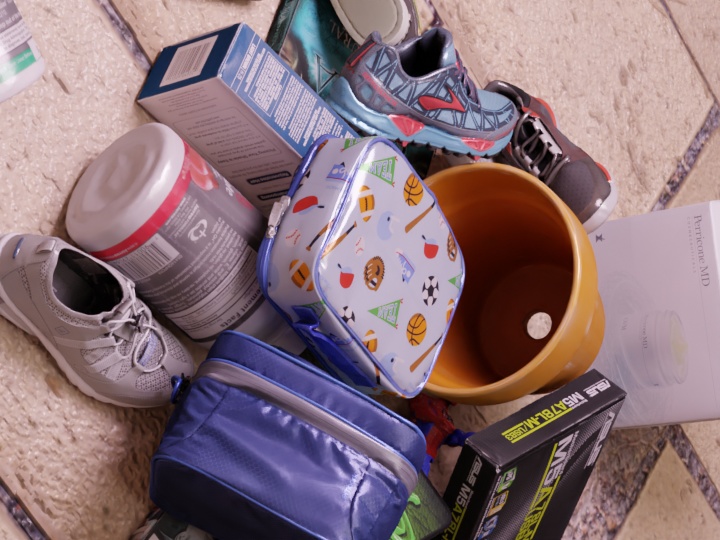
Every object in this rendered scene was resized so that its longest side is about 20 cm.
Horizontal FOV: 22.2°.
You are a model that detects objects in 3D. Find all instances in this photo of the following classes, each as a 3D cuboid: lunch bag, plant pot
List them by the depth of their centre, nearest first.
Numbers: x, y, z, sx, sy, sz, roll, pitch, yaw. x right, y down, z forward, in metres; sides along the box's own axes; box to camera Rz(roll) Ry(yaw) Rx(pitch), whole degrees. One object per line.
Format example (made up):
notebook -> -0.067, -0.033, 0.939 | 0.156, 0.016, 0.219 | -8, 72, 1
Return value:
lunch bag -> -0.057, 0.134, 1.347 | 0.199, 0.136, 0.133 | 29, 65, 3
lunch bag -> 0.000, 0.000, 1.399 | 0.200, 0.075, 0.161 | 50, 55, -44
plant pot -> 0.127, 0.028, 1.601 | 0.183, 0.199, 0.202 | 30, 60, -60

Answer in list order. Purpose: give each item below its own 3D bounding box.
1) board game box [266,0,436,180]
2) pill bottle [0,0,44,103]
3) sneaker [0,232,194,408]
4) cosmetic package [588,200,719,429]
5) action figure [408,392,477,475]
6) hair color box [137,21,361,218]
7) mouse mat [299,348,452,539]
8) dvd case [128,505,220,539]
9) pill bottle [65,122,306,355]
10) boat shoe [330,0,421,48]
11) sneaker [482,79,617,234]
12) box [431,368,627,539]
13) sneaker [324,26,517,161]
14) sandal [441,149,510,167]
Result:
board game box -> -0.009, -0.142, 1.596 | 0.200, 0.028, 0.136 | 39, 56, -35
pill bottle -> -0.304, -0.199, 1.234 | 0.113, 0.113, 0.201 | -40, 111, -43
sneaker -> -0.187, 0.041, 1.333 | 0.200, 0.082, 0.075 | 37, 58, -39
cosmetic package -> 0.301, 0.046, 1.762 | 0.122, 0.199, 0.201 | -3, 84, -46
action figure -> 0.063, 0.167, 1.567 | 0.065, 0.098, 0.201 | 52, 47, -27
hair color box -> -0.072, -0.105, 1.470 | 0.200, 0.100, 0.061 | 44, 55, -33
mouse mat -> -0.027, 0.147, 1.462 | 0.160, 0.008, 0.201 | -22, 74, -46
dvd case -> -0.095, 0.206, 1.444 | 0.146, 0.022, 0.200 | 57, 47, -23
pill bottle -> -0.119, -0.010, 1.395 | 0.200, 0.110, 0.111 | 44, 54, -32
boat shoe -> -0.007, -0.267, 1.575 | 0.061, 0.071, 0.202 | 26, 38, -63
sneaker -> 0.158, -0.104, 1.656 | 0.082, 0.077, 0.200 | 36, 13, -40
box -> 0.132, 0.200, 1.584 | 0.192, 0.047, 0.201 | -19, 138, -45
sneaker -> 0.068, -0.151, 1.526 | 0.199, 0.079, 0.096 | 2, 122, -43
sandal -> 0.106, -0.088, 1.691 | 0.203, 0.050, 0.083 | 41, 31, -53
